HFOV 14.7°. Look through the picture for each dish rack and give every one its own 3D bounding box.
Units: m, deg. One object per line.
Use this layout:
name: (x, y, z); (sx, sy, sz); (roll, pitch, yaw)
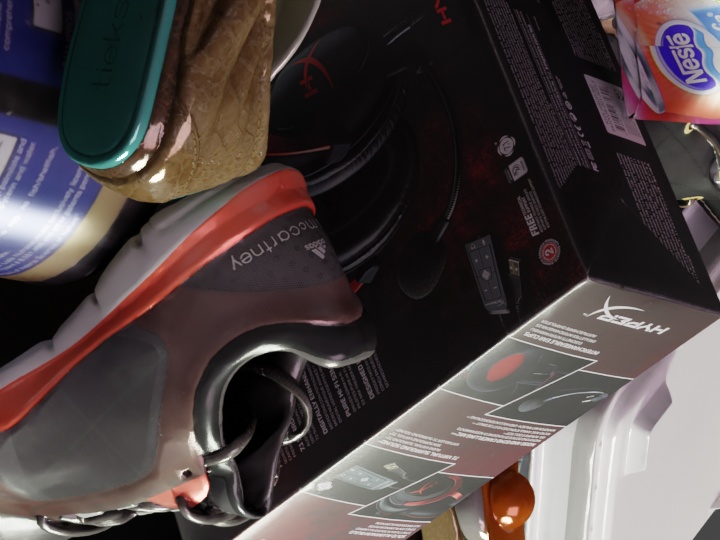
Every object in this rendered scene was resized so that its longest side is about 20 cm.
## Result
dish rack: (0.128, 0.071, 1.174); (0.172, 0.043, 0.200); (-46, 150, -35)

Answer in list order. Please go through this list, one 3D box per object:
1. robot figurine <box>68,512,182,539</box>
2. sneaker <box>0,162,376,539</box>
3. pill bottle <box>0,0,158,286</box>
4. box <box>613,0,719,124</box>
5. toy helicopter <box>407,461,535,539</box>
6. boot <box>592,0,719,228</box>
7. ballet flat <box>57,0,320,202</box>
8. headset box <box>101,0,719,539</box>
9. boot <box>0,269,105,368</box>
robot figurine: (-0.068, 0.134, 1.018); (0.125, 0.150, 0.200); (44, 63, -38)
sneaker: (-0.069, 0.055, 0.857); (0.077, 0.082, 0.200); (-22, 161, -51)
pill bottle: (-0.155, -0.066, 0.796); (0.200, 0.112, 0.112); (14, 122, -39)
box: (0.142, -0.147, 0.881); (0.099, 0.201, 0.096); (4, 142, 15)
toy helicopter: (0.015, 0.060, 1.092); (0.079, 0.132, 0.201); (-32, 134, -51)
boot: (0.088, -0.028, 1.044); (0.151, 0.073, 0.200); (-52, 139, -11)
ballet flat: (-0.033, -0.117, 0.780); (0.072, 0.068, 0.201); (8, 91, -46)
headset box: (0.000, 0.000, 0.905); (0.200, 0.149, 0.075); (-37, 148, 31)
boot: (-0.176, 0.080, 0.953); (0.186, 0.064, 0.200); (-23, 154, -28)
